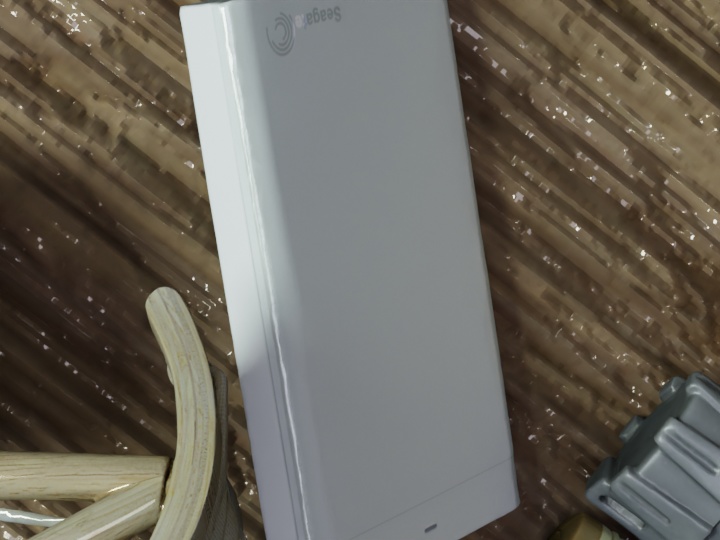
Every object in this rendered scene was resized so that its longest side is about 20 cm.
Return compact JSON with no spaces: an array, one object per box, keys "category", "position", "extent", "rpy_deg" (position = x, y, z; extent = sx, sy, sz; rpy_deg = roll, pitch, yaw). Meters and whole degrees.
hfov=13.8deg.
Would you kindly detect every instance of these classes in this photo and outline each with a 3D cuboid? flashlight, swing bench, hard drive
[{"category":"flashlight","position":[0.183,0.112,1.067],"extent":[0.200,0.068,0.068],"rpy_deg":[39,66,-7]},{"category":"swing bench","position":[-0.123,0.127,0.957],"extent":[0.200,0.199,0.130],"rpy_deg":[-14,59,-2]},{"category":"hard drive","position":[0.000,0.000,1.011],"extent":[0.026,0.132,0.200],"rpy_deg":[-3,100,34]}]

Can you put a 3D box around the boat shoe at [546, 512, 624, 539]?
[{"category":"boat shoe","position":[0.058,0.189,1.060],"extent":[0.066,0.074,0.200],"rpy_deg":[27,94,-2]}]
